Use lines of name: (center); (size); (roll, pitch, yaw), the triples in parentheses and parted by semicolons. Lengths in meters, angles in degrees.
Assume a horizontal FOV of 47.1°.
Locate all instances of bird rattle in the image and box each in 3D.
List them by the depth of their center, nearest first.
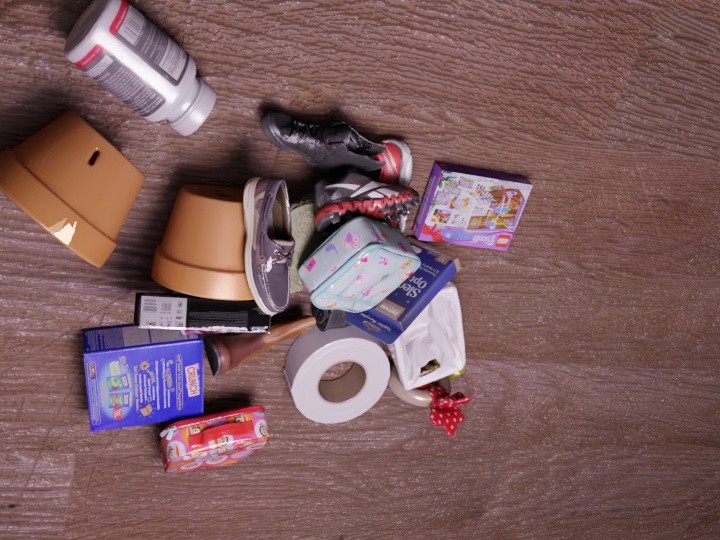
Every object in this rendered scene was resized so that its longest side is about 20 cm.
bird rattle: (0.130, 0.232, 1.612); (0.159, 0.202, 0.115); (12, 125, 0)

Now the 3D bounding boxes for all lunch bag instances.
lunch bag: (0.000, 0.000, 1.331); (0.160, 0.078, 0.199); (-42, 154, 18)
lunch bag: (-0.267, 0.307, 1.508); (0.195, 0.084, 0.176); (-9, 162, -21)

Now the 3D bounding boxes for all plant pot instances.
plant pot: (-0.397, -0.124, 1.159); (0.141, 0.199, 0.200); (-48, 127, -6)
plant pot: (-0.221, -0.050, 1.288); (0.195, 0.200, 0.144); (4, 105, -24)

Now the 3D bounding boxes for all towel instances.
towel: (-0.081, -0.049, 1.345); (0.199, 0.036, 0.152); (-31, 128, -59)

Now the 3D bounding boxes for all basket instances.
basket: (0.109, 0.096, 1.549); (0.133, 0.124, 0.204); (-18, 126, -9)

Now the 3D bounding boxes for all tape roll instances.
tape roll: (-0.045, 0.193, 1.582); (0.198, 0.071, 0.206); (-11, 125, -16)

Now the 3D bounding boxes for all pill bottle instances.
pill bottle: (-0.299, -0.280, 1.146); (0.111, 0.111, 0.199); (-45, 126, 10)

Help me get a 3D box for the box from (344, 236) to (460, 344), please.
box: (0.070, 0.032, 1.443); (0.200, 0.120, 0.033); (-47, 139, -23)

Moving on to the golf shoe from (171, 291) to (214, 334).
golf shoe: (-0.232, 0.077, 1.418); (0.195, 0.092, 0.077); (-3, 121, -22)

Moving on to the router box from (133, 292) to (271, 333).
router box: (-0.248, 0.065, 1.282); (0.195, 0.149, 0.053); (4, 90, -18)

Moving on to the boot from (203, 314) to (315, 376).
boot: (-0.168, 0.125, 1.431); (0.195, 0.070, 0.188); (-16, 170, -10)

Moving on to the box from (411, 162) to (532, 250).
box: (0.203, -0.114, 1.504); (0.195, 0.039, 0.139); (6, 118, -25)

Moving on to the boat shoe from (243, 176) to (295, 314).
boat shoe: (-0.128, -0.037, 1.217); (0.071, 0.064, 0.206); (-6, 92, -53)

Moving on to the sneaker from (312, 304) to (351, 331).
sneaker: (-0.018, 0.019, 1.489); (0.089, 0.076, 0.203); (3, 124, -37)

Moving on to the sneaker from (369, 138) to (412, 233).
sneaker: (0.035, -0.125, 1.415); (0.083, 0.077, 0.205); (-2, 112, -15)

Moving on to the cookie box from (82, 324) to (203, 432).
cookie box: (-0.375, 0.181, 1.435); (0.195, 0.076, 0.175); (-5, 123, -19)

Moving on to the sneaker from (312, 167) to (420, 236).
sneaker: (0.007, -0.122, 1.328); (0.196, 0.100, 0.071); (-11, 160, -29)

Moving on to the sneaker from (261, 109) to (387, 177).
sneaker: (-0.055, -0.208, 1.301); (0.103, 0.061, 0.198); (-20, 143, 36)
